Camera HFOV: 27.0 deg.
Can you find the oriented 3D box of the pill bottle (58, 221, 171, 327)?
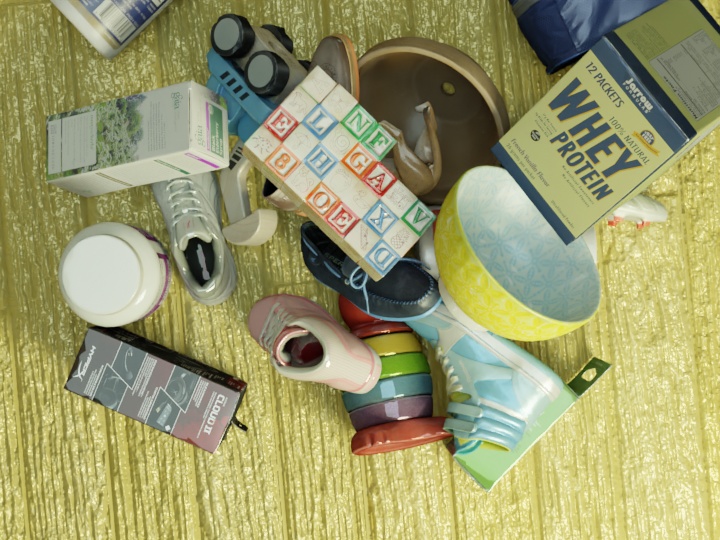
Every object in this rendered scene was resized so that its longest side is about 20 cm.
[{"bbox_3d":[-0.269,0.004,1.636,0.111,0.200,0.114,0,89,-1],"label":"pill bottle"}]

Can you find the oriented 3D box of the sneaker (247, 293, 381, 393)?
[{"bbox_3d":[-0.075,0.070,1.643,0.199,0.104,0.076,27,96,41],"label":"sneaker"}]

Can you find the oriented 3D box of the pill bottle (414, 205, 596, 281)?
[{"bbox_3d":[0.162,-0.018,1.690,0.197,0.111,0.113,-1,90,-1],"label":"pill bottle"}]

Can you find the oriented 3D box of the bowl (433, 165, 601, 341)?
[{"bbox_3d":[0.143,0.001,1.564,0.200,0.200,0.108,47,126,-1],"label":"bowl"}]

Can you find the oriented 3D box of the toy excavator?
[{"bbox_3d":[-0.124,-0.157,1.690,0.195,0.100,0.201,48,114,24],"label":"toy excavator"}]

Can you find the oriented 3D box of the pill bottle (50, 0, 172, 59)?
[{"bbox_3d":[-0.250,-0.344,1.684,0.200,0.111,0.111,-44,91,-1],"label":"pill bottle"}]

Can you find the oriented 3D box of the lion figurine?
[{"bbox_3d":[0.030,-0.101,1.652,0.072,0.199,0.124,-27,96,-41],"label":"lion figurine"}]

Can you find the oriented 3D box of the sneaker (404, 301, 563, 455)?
[{"bbox_3d":[0.105,0.120,1.618,0.199,0.080,0.131,32,83,18],"label":"sneaker"}]

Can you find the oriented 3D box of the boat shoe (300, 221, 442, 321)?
[{"bbox_3d":[0.000,0.000,1.637,0.199,0.069,0.084,16,55,38],"label":"boat shoe"}]

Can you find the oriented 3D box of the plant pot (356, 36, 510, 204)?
[{"bbox_3d":[0.084,-0.182,1.679,0.200,0.201,0.093,38,45,0],"label":"plant pot"}]

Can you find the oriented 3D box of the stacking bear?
[{"bbox_3d":[0.025,0.099,1.690,0.120,0.114,0.202,-6,78,-22],"label":"stacking bear"}]

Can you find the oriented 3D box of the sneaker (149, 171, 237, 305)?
[{"bbox_3d":[-0.189,-0.060,1.689,0.077,0.099,0.202,-21,90,-1],"label":"sneaker"}]

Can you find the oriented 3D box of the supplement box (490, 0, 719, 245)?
[{"bbox_3d":[0.283,-0.163,1.584,0.135,0.199,0.200,51,133,7],"label":"supplement box"}]

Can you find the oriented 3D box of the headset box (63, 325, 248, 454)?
[{"bbox_3d":[-0.214,0.132,1.663,0.198,0.149,0.078,25,90,-2],"label":"headset box"}]

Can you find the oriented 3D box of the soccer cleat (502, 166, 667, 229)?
[{"bbox_3d":[0.259,-0.101,1.717,0.198,0.069,0.078,14,86,2],"label":"soccer cleat"}]

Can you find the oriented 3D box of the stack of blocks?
[{"bbox_3d":[-0.014,-0.100,1.568,0.200,0.059,0.115,44,81,-1],"label":"stack of blocks"}]

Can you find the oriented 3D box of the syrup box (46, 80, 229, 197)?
[{"bbox_3d":[-0.246,-0.143,1.652,0.198,0.081,0.080,-10,75,25],"label":"syrup box"}]

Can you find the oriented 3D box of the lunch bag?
[{"bbox_3d":[0.269,-0.324,1.682,0.198,0.136,0.133,-27,91,-4],"label":"lunch bag"}]

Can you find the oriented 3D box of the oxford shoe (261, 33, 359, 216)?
[{"bbox_3d":[-0.055,-0.162,1.622,0.072,0.071,0.202,12,91,-44],"label":"oxford shoe"}]

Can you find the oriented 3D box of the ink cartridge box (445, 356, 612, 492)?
[{"bbox_3d":[0.187,0.154,1.693,0.059,0.104,0.200,45,89,-1],"label":"ink cartridge box"}]
